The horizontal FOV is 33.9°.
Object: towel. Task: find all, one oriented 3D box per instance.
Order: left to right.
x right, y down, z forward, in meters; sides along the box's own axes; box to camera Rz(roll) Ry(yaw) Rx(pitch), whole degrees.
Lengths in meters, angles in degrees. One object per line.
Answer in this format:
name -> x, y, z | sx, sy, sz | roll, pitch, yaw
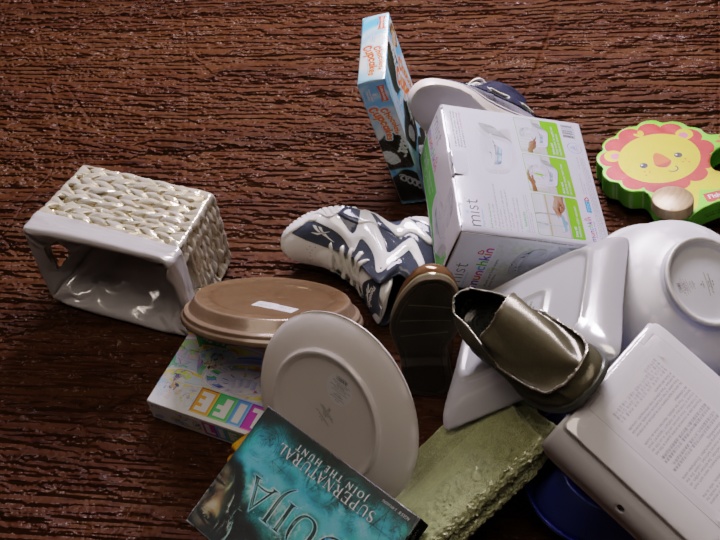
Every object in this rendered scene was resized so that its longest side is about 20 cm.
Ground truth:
towel -> 0.093, 0.196, 1.114 | 0.200, 0.037, 0.148 | -44, 21, -1

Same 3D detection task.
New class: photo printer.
photo printer -> 0.281, 0.165, 1.033 | 0.200, 0.070, 0.166 | 42, 59, 12

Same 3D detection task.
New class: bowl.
bowl -> 0.333, 0.027, 1.203 | 0.199, 0.090, 0.203 | 6, 65, -14

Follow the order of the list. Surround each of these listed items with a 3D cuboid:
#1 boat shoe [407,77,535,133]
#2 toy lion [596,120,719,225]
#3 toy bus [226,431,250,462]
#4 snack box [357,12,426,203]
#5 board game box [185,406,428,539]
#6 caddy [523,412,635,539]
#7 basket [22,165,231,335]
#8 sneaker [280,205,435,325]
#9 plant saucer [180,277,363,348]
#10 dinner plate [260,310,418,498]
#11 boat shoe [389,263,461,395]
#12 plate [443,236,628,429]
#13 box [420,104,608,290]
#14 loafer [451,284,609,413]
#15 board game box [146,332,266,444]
boat shoe -> 0.134, -0.200, 1.444 | 0.199, 0.075, 0.093 | 21, 34, -30
toy lion -> 0.385, -0.115, 1.389 | 0.198, 0.069, 0.193 | -13, 42, -2
toy bus -> -0.066, 0.249, 1.151 | 0.078, 0.065, 0.200 | -38, 55, -18
snack box -> 0.042, -0.190, 1.408 | 0.037, 0.201, 0.117 | -9, 49, 14
board game box -> -0.053, 0.233, 1.090 | 0.199, 0.028, 0.136 | 30, 79, 33
caddy -> 0.252, 0.190, 1.119 | 0.198, 0.105, 0.143 | 9, 58, -5
basket -> -0.262, -0.028, 1.368 | 0.198, 0.136, 0.124 | 12, 51, 18
sneaker -> 0.000, 0.000, 1.336 | 0.197, 0.080, 0.130 | 8, 43, 2
plant saucer -> -0.095, 0.042, 1.278 | 0.198, 0.030, 0.200 | 3, 15, -1
dinner plate -> -0.029, 0.138, 1.136 | 0.199, 0.202, 0.024 | 29, 30, 29
boat shoe -> 0.065, 0.048, 1.206 | 0.071, 0.201, 0.069 | 4, 53, 0
plate -> 0.169, 0.052, 1.169 | 0.199, 0.032, 0.200 | -28, 23, 30
box -> 0.169, -0.079, 1.329 | 0.174, 0.097, 0.201 | 5, 49, -13
loafer -> 0.140, 0.066, 1.058 | 0.075, 0.070, 0.200 | -53, 31, -7
board game box -> -0.112, 0.125, 1.281 | 0.198, 0.034, 0.135 | 15, 55, 20
